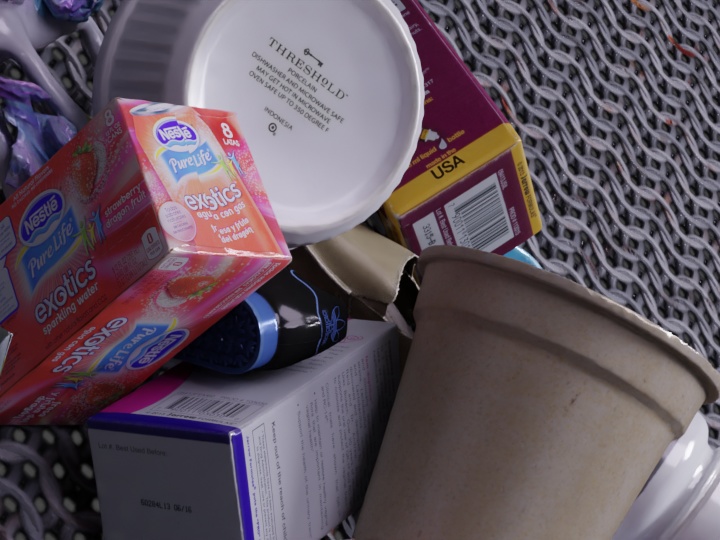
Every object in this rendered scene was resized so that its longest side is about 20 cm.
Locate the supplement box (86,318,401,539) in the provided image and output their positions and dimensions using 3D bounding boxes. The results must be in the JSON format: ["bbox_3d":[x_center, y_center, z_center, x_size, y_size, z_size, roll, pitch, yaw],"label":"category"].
[{"bbox_3d":[-0.062,0.103,1.439,0.200,0.101,0.104,-33,122,-55],"label":"supplement box"}]

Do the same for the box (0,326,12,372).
[{"bbox_3d":[-0.299,0.056,1.184,0.200,0.148,0.125,36,36,-23],"label":"box"}]

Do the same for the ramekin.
[{"bbox_3d":[-0.053,-0.103,1.460,0.202,0.094,0.203,-3,97,-26],"label":"ramekin"}]

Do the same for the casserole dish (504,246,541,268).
[{"bbox_3d":[0.076,0.025,1.757,0.200,0.039,0.122,15,48,-42],"label":"casserole dish"}]

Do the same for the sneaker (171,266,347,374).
[{"bbox_3d":[-0.092,0.019,1.447,0.078,0.200,0.070,-7,108,-40],"label":"sneaker"}]

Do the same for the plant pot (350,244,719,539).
[{"bbox_3d":[0.088,0.111,1.441,0.200,0.200,0.184,32,77,-28],"label":"plant pot"}]

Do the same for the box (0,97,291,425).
[{"bbox_3d":[-0.147,-0.001,1.370,0.094,0.200,0.103,3,57,-46],"label":"box"}]

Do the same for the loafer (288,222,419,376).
[{"bbox_3d":[0.000,0.000,1.573,0.200,0.067,0.076,53,31,-13],"label":"loafer"}]

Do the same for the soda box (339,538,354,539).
[{"bbox_3d":[-0.009,0.248,1.361,0.070,0.063,0.201,-71,147,-51],"label":"soda box"}]

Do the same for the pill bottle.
[{"bbox_3d":[0.158,0.114,1.606,0.200,0.113,0.113,37,35,1],"label":"pill bottle"}]

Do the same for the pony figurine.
[{"bbox_3d":[-0.225,-0.147,1.474,0.201,0.166,0.193,64,24,-10],"label":"pony figurine"}]

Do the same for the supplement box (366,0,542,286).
[{"bbox_3d":[0.026,-0.102,1.662,0.200,0.103,0.131,55,-5,29],"label":"supplement box"}]
